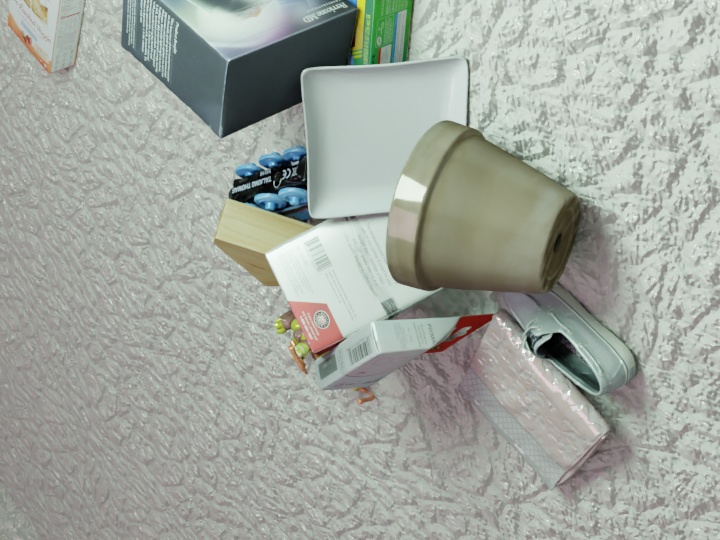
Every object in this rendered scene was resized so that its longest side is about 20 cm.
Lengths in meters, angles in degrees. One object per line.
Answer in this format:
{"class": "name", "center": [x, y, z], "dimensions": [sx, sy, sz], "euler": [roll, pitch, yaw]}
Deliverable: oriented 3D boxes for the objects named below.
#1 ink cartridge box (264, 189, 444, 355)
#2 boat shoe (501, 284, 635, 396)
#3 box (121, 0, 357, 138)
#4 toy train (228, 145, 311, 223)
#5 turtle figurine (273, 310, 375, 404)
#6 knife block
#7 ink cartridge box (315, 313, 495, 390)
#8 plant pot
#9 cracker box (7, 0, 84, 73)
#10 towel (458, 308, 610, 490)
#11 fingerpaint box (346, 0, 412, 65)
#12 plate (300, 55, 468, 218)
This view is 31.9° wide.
{"class": "ink cartridge box", "center": [0.000, 0.000, 1.614], "dimensions": [0.147, 0.199, 0.083], "euler": [64, -179, 7]}
{"class": "boat shoe", "center": [0.232, 0.075, 1.493], "dimensions": [0.201, 0.071, 0.070], "euler": [40, 140, 30]}
{"class": "box", "center": [-0.144, -0.288, 1.491], "dimensions": [0.198, 0.200, 0.124], "euler": [43, 143, 24]}
{"class": "toy train", "center": [-0.096, -0.112, 1.747], "dimensions": [0.200, 0.114, 0.087], "euler": [-13, 66, 45]}
{"class": "turtle figurine", "center": [-0.062, 0.116, 1.862], "dimensions": [0.065, 0.200, 0.161], "euler": [-56, 43, 3]}
{"class": "knife block", "center": [-0.079, -0.028, 1.722], "dimensions": [0.175, 0.064, 0.200], "euler": [-3, 151, 31]}
{"class": "ink cartridge box", "center": [0.064, 0.105, 1.609], "dimensions": [0.162, 0.199, 0.057], "euler": [-38, 55, 54]}
{"class": "plant pot", "center": [0.150, -0.055, 1.437], "dimensions": [0.173, 0.200, 0.201], "euler": [18, 128, 22]}
{"class": "cracker box", "center": [-0.528, -0.450, 2.113], "dimensions": [0.134, 0.058, 0.200], "euler": [48, 142, 19]}
{"class": "towel", "center": [0.214, 0.169, 1.592], "dimensions": [0.200, 0.032, 0.191], "euler": [48, 151, 18]}
{"class": "fingerpaint box", "center": [-0.018, -0.350, 1.525], "dimensions": [0.167, 0.073, 0.201], "euler": [35, 137, 33]}
{"class": "plate", "center": [0.030, -0.163, 1.523], "dimensions": [0.032, 0.199, 0.200], "euler": [-103, 9, -59]}
